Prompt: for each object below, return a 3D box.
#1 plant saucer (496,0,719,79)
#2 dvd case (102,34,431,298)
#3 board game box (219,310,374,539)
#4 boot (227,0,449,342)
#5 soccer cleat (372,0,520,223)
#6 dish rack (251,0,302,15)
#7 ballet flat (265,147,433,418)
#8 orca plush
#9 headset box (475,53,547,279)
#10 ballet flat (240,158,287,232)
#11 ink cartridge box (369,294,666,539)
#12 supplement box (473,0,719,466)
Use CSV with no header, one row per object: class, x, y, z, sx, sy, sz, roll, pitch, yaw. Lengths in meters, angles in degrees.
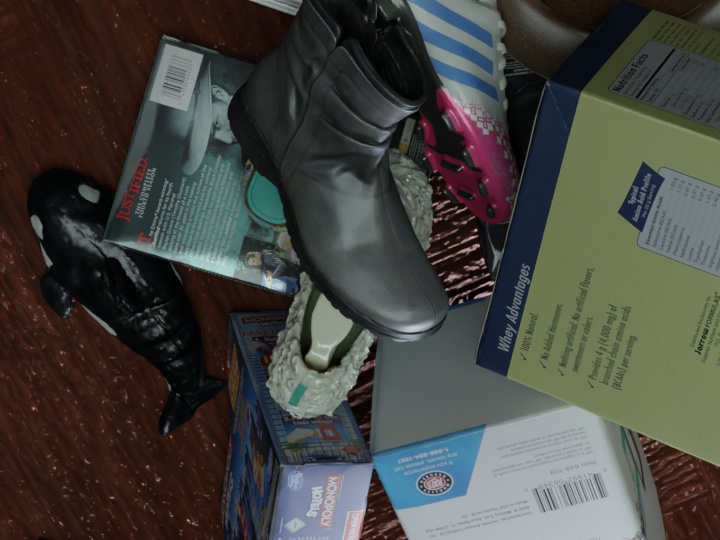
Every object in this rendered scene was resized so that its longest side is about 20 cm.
plant saucer,0.162,-0.207,1.029,0.200,0.032,0.201,-2,70,5
dvd case,-0.057,-0.060,1.107,0.200,0.022,0.146,16,86,-8
board game box,-0.052,0.131,1.119,0.062,0.200,0.200,0,129,-14
boot,0.003,-0.064,0.952,0.200,0.070,0.132,53,140,9
soccer cleat,0.066,-0.120,1.010,0.086,0.070,0.200,-42,124,-19
dish rack,-0.047,-0.252,1.061,0.200,0.044,0.172,18,106,-6
ballet flat,0.000,0.000,1.039,0.072,0.072,0.200,25,66,-9
orca plush,-0.166,0.025,1.127,0.105,0.071,0.200,-17,107,3
headset box,0.146,-0.087,1.100,0.148,0.075,0.200,-8,107,1
ballet flat,-0.013,-0.116,1.063,0.074,0.074,0.200,34,95,-11
ink cartridge box,0.109,0.136,1.099,0.146,0.146,0.200,-15,121,13
supplement box,0.197,-0.017,0.947,0.199,0.134,0.200,22,125,16
